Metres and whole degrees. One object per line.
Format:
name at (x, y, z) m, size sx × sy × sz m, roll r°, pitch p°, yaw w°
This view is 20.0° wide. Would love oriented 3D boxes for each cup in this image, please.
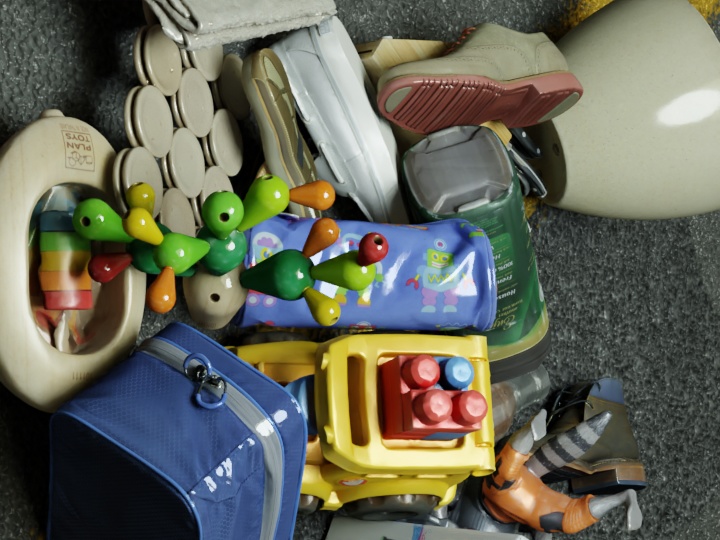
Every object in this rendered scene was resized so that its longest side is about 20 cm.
cup at (0.209, -0.125, 1.716) m, size 0.143 × 0.200 × 0.201 m, roll -19°, pitch 101°, yaw -19°

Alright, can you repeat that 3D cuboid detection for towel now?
towel at (-0.106, -0.217, 1.434) m, size 0.133 × 0.034 × 0.200 m, roll 52°, pitch 30°, yaw 10°

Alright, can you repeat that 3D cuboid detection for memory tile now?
memory tile at (-0.124, -0.096, 1.433) m, size 0.153 × 0.017 × 0.201 m, roll 52°, pitch 38°, yaw -51°

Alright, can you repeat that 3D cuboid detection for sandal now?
sandal at (-0.064, -0.069, 1.506) m, size 0.080 × 0.054 × 0.201 m, roll -89°, pitch 165°, yaw -58°

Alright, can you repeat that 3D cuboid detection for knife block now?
knife block at (0.064, -0.095, 1.637) m, size 0.199 × 0.064 × 0.177 m, roll -4°, pitch 88°, yaw -45°

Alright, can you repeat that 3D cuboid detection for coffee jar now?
coffee jar at (0.093, -0.009, 1.594) m, size 0.105 × 0.085 × 0.201 m, roll -109°, pitch -179°, yaw -47°

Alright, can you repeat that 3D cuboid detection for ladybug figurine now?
ladybug figurine at (-0.208, -0.006, 1.354) m, size 0.135 × 0.072 × 0.201 m, roll 6°, pitch 83°, yaw -45°

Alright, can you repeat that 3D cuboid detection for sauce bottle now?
sauce bottle at (0.077, 0.122, 1.633) m, size 0.200 × 0.065 × 0.065 m, roll -23°, pitch 103°, yaw -44°

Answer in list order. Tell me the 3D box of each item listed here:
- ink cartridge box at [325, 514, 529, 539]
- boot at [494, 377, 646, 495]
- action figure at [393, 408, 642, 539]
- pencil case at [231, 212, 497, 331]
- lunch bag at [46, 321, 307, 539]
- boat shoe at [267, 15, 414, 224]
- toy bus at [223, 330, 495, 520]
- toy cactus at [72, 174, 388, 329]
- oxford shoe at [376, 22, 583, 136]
ink cartridge box at (0.078, 0.254, 1.528) m, size 0.145 × 0.199 × 0.084 m, roll 36°, pitch 66°, yaw -37°
boot at (0.170, 0.133, 1.730) m, size 0.200 × 0.074 × 0.097 m, roll 17°, pitch 63°, yaw -51°
action figure at (0.138, 0.191, 1.602) m, size 0.200 × 0.193 × 0.105 m, roll 32°, pitch 53°, yaw -22°
pencil case at (0.000, 0.000, 1.463) m, size 0.199 × 0.078 × 0.087 m, roll 2°, pitch 84°, yaw -11°
lunch bag at (-0.117, 0.132, 1.348) m, size 0.132 × 0.136 × 0.201 m, roll -40°, pitch 154°, yaw -39°
boat shoe at (-0.013, -0.096, 1.558) m, size 0.072 × 0.068 × 0.201 m, roll -93°, pitch 162°, yaw -53°
toy bus at (0.002, 0.101, 1.443) m, size 0.199 × 0.192 × 0.136 m, roll 2°, pitch 77°, yaw -20°
toy cactus at (-0.088, 0.002, 1.335) m, size 0.199 × 0.165 × 0.103 m, roll 0°, pitch 66°, yaw -8°
oxford shoe at (0.083, -0.152, 1.585) m, size 0.199 × 0.070 × 0.075 m, roll -4°, pitch 63°, yaw -43°
